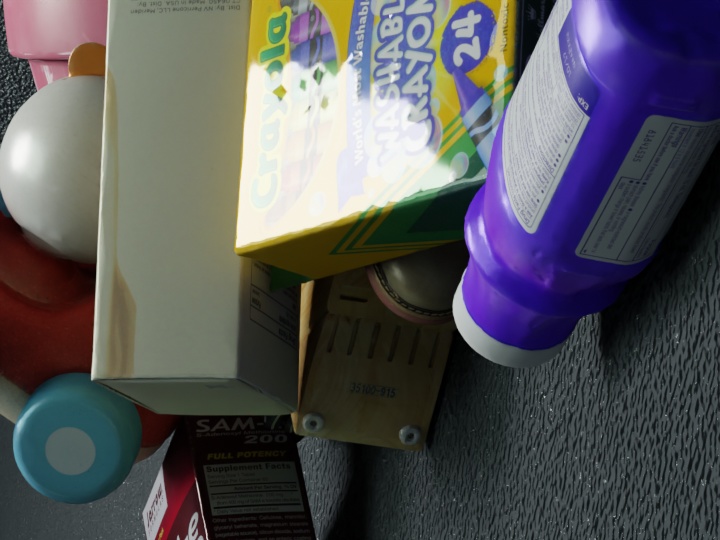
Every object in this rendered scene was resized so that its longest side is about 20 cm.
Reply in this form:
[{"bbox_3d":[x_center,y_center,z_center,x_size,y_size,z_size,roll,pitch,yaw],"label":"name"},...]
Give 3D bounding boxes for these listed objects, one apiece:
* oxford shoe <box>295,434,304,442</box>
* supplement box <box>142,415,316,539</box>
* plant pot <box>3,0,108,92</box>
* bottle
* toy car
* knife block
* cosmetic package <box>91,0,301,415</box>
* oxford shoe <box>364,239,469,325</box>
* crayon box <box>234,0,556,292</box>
[{"bbox_3d":[-0.050,0.051,1.607,0.200,0.071,0.073,-66,-47,-79],"label":"oxford shoe"},{"bbox_3d":[-0.057,0.181,1.473,0.109,0.061,0.201,114,149,-52],"label":"supplement box"},{"bbox_3d":[-0.105,-0.098,1.724,0.200,0.199,0.180,-143,47,-77],"label":"plant pot"},{"bbox_3d":[0.082,-0.039,1.048,0.200,0.065,0.084,113,162,-50],"label":"bottle"},{"bbox_3d":[-0.130,-0.020,1.477,0.200,0.177,0.184,-54,6,18],"label":"toy car"},{"bbox_3d":[0.000,0.000,1.414,0.176,0.064,0.201,-105,26,-61],"label":"knife block"},{"bbox_3d":[-0.070,-0.040,1.330,0.105,0.071,0.201,44,-133,-71],"label":"cosmetic package"},{"bbox_3d":[0.039,-0.078,1.275,0.075,0.070,0.201,141,136,-67],"label":"oxford shoe"},{"bbox_3d":[0.012,-0.072,1.228,0.200,0.051,0.126,-16,64,47],"label":"crayon box"}]
